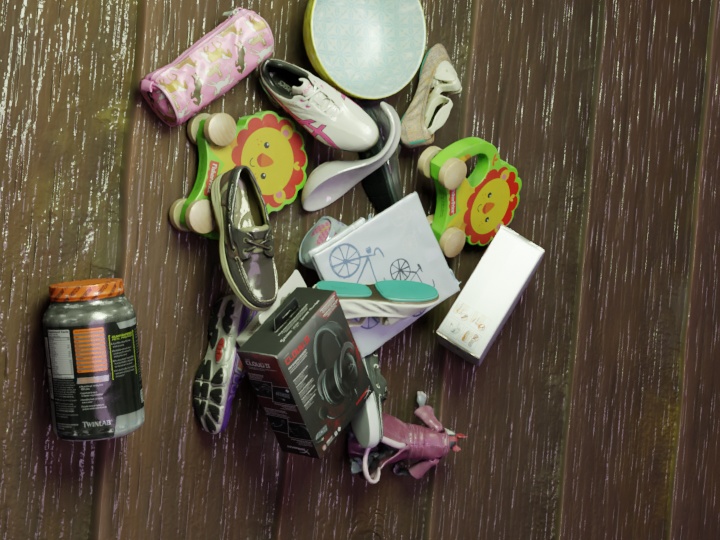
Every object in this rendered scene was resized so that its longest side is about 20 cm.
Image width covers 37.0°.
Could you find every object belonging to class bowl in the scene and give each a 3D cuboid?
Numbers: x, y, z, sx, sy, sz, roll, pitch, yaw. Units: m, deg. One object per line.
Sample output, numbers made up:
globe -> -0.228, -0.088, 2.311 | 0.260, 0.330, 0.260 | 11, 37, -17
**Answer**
bowl -> -0.011, -0.353, 1.612 | 0.199, 0.107, 0.202 | -1, 93, -30

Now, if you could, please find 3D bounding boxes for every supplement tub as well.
supplement tub -> -0.353, 0.115, 1.422 | 0.122, 0.122, 0.202 | -7, 96, -30

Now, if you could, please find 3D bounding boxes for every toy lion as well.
toy lion -> -0.165, -0.137, 1.564 | 0.191, 0.068, 0.202 | 15, 85, -38
toy lion -> 0.184, -0.124, 1.730 | 0.191, 0.069, 0.201 | -28, 132, -30

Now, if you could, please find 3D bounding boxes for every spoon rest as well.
spoon rest -> -0.012, -0.157, 1.601 | 0.200, 0.061, 0.099 | -46, 161, 15

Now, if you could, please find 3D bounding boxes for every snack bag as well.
snack bag -> 0.040, 0.001, 1.611 | 0.199, 0.021, 0.189 | -34, 113, -17

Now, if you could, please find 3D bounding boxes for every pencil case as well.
pencil case -> 0.000, 0.000, 1.650 | 0.199, 0.083, 0.091 | 34, 62, -27
pencil case -> -0.214, -0.286, 1.509 | 0.200, 0.083, 0.087 | -44, 97, -21

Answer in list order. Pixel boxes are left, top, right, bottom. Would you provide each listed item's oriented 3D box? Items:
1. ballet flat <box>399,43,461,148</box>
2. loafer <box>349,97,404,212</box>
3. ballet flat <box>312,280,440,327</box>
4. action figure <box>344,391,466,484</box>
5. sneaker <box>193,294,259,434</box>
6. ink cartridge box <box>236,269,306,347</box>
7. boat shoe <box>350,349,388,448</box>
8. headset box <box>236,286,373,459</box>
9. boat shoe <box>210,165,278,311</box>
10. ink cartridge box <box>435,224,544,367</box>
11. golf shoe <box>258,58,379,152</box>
ballet flat -> 0.121, -0.275, 1.698 | 0.068, 0.067, 0.201 | 45, 57, -45
loafer -> 0.038, -0.179, 1.673 | 0.072, 0.073, 0.201 | -25, 106, -32
ballet flat -> 0.018, 0.050, 1.570 | 0.198, 0.069, 0.070 | 1, 92, -23
action figure -> 0.077, 0.260, 1.679 | 0.198, 0.149, 0.135 | 2, 87, -16
sneaker -> -0.181, 0.139, 1.555 | 0.083, 0.080, 0.202 | 18, 83, -38
ink cartridge box -> -0.104, 0.108, 1.561 | 0.117, 0.067, 0.201 | -52, 131, -40
boat shoe -> 0.012, 0.174, 1.623 | 0.056, 0.069, 0.201 | 3, 52, -21
headset box -> -0.075, 0.131, 1.481 | 0.149, 0.077, 0.201 | -47, 130, -40
boat shoe -> -0.153, -0.046, 1.462 | 0.073, 0.065, 0.201 | -13, 80, -35
ink cartridge box -> 0.208, 0.048, 1.743 | 0.084, 0.176, 0.201 | 31, 83, 10
golf shoe -> -0.064, -0.235, 1.541 | 0.199, 0.092, 0.073 | 32, 88, 13
